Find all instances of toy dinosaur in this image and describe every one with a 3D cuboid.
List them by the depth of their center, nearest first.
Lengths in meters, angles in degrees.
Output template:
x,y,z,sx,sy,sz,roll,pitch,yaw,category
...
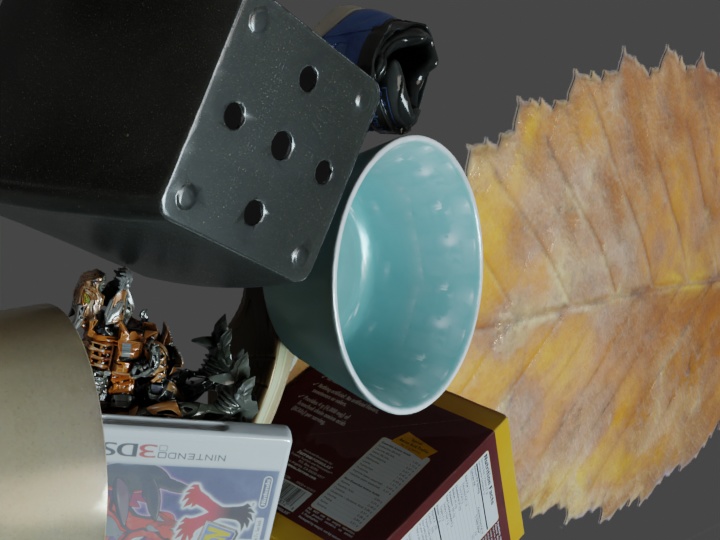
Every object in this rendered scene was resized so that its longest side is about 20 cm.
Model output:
x,y,z,sx,sy,sz,roll,pitch,yaw,category
-0.150,0.090,0.782,0.134,0.103,0.201,-14,133,-15,toy dinosaur

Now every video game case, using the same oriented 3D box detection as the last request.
x,y,z,sx,sy,sz,roll,pitch,yaw,category
-0.154,0.194,0.760,0.180,0.023,0.202,6,113,-19,video game case

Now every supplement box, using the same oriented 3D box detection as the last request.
x,y,z,sx,sy,sz,roll,pitch,yaw,category
-0.004,0.195,0.893,0.200,0.196,0.134,-37,129,-34,supplement box

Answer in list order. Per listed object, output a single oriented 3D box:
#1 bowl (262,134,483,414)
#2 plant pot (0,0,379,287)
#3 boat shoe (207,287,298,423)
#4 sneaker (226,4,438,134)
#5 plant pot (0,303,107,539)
x,y,z,sx,sy,sz,roll,pitch,yaw,category
0.000,0.000,0.807,0.200,0.104,0.203,-10,102,-54,bowl
-0.107,-0.095,0.676,0.199,0.176,0.202,28,82,-51,plant pot
-0.067,0.049,0.866,0.065,0.072,0.202,17,85,-50,boat shoe
-0.019,-0.122,0.821,0.200,0.111,0.077,-51,137,-23,sneaker
-0.266,0.114,0.590,0.198,0.187,0.190,0,105,-35,plant pot
